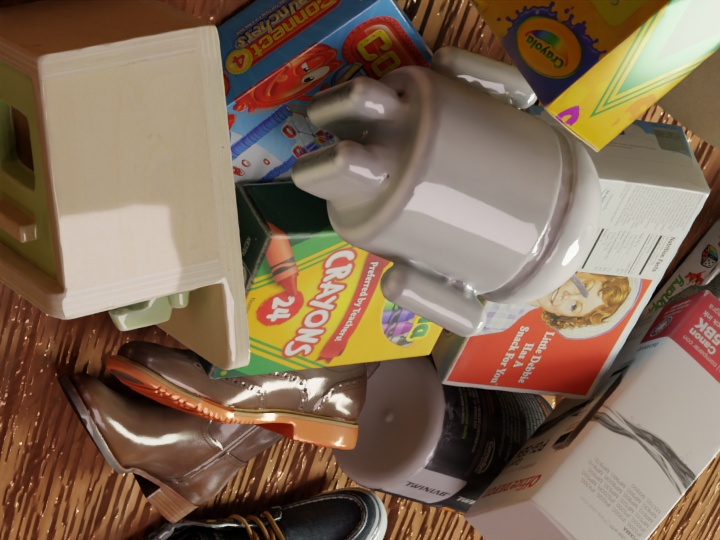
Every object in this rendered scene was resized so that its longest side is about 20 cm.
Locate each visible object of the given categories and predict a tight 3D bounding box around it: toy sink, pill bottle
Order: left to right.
[{"bbox_3d":[-0.145,-0.042,1.482,0.112,0.130,0.200,-14,111,-24],"label":"toy sink"},{"bbox_3d":[0.077,0.124,1.945,0.106,0.106,0.200,-46,142,20],"label":"pill bottle"}]

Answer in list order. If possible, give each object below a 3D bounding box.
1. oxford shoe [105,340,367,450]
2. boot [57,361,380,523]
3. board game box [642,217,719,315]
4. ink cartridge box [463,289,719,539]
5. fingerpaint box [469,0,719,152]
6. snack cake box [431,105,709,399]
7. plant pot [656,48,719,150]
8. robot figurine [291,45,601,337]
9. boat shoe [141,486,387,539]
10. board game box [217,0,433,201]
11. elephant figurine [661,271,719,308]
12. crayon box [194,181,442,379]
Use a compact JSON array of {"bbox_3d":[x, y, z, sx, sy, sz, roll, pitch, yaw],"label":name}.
[{"bbox_3d":[-0.078,0.063,1.731,0.200,0.071,0.073,16,90,-43],"label":"oxford shoe"},{"bbox_3d":[-0.086,0.066,1.795,0.200,0.064,0.186,-36,146,2],"label":"boot"},{"bbox_3d":[0.308,0.027,2.061,0.200,0.035,0.126,10,127,-43],"label":"board game box"},{"bbox_3d":[0.180,0.120,1.851,0.200,0.083,0.147,-48,-174,-19],"label":"ink cartridge box"},{"bbox_3d":[0.134,-0.197,1.511,0.167,0.200,0.073,-41,145,12],"label":"fingerpaint box"},{"bbox_3d":[0.132,-0.009,1.761,0.115,0.067,0.200,6,133,-23],"label":"snack cake box"},{"bbox_3d":[0.246,-0.155,1.687,0.134,0.200,0.200,4,145,11],"label":"plant pot"},{"bbox_3d":[0.060,-0.049,1.589,0.200,0.170,0.113,23,165,-26],"label":"robot figurine"},{"bbox_3d":[-0.077,0.205,1.957,0.200,0.071,0.091,-26,149,-3],"label":"boat shoe"},{"bbox_3d":[-0.039,-0.081,1.650,0.196,0.056,0.200,-35,145,5],"label":"board game box"},{"bbox_3d":[0.339,-0.004,1.948,0.200,0.155,0.142,-53,176,15],"label":"elephant figurine"},{"bbox_3d":[0.000,0.000,1.685,0.200,0.051,0.127,-6,138,-32],"label":"crayon box"}]
